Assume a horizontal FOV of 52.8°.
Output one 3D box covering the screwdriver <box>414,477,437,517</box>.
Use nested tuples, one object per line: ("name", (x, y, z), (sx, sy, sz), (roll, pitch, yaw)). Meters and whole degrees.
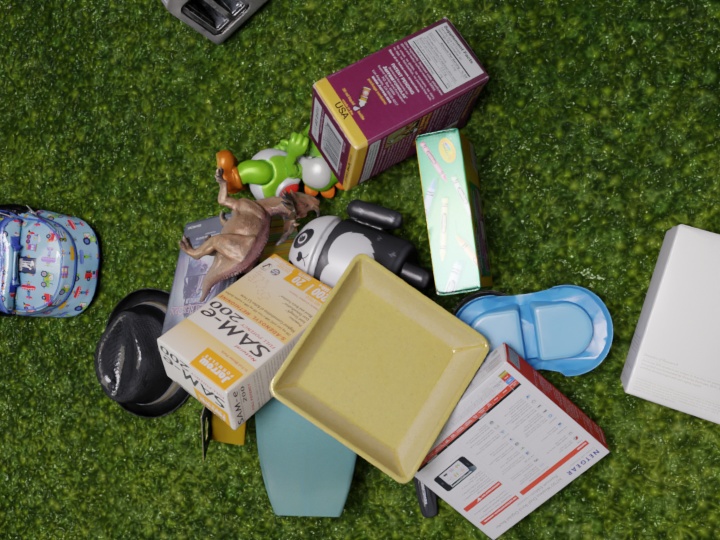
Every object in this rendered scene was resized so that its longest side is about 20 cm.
("screwdriver", (0.081, 0.238, 0.995), (0.029, 0.028, 0.202), (-7, 91, 47))

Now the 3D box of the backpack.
("backpack", (-0.522, -0.010, 1.143), (0.198, 0.134, 0.184), (9, 93, 15))

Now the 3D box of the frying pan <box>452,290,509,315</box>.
("frying pan", (0.199, 0.109, 0.963), (0.190, 0.031, 0.115), (41, 103, 17))

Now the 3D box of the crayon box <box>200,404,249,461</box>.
("crayon box", (-0.165, 0.143, 0.975), (0.051, 0.126, 0.201), (10, 50, -2))

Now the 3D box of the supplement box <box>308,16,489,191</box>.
("supplement box", (0.043, -0.209, 0.920), (0.199, 0.131, 0.104), (-30, 78, -15))

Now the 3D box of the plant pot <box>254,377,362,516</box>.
("plant pot", (-0.068, 0.218, 0.977), (0.140, 0.141, 0.202), (2, 98, 0))

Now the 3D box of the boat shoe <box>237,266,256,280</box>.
("boat shoe", (-0.194, 0.006, 1.078), (0.201, 0.063, 0.073), (-57, 45, 8))

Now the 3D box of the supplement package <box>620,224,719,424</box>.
("supplement package", (0.395, 0.060, 0.848), (0.119, 0.121, 0.201), (17, 95, 17))

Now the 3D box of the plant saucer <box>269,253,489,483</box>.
("plant saucer", (0.023, 0.116, 0.874), (0.199, 0.048, 0.201), (34, 78, -1))

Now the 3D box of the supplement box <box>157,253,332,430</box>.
("supplement box", (-0.128, 0.080, 0.890), (0.126, 0.200, 0.074), (29, 140, 28))

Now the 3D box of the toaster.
("toaster", (-0.198, -0.437, 1.007), (0.180, 0.200, 0.119), (-38, 74, 13))

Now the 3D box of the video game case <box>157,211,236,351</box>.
("video game case", (-0.227, 0.018, 1.045), (0.142, 0.019, 0.202), (-8, 66, 43))

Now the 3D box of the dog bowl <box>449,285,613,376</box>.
("dog bowl", (0.212, 0.079, 0.918), (0.198, 0.050, 0.112), (-9, 92, 9))

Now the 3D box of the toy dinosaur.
("toy dinosaur", (-0.146, -0.044, 0.949), (0.135, 0.086, 0.201), (23, 75, 16))

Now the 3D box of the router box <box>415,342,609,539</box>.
("router box", (0.172, 0.218, 0.908), (0.179, 0.049, 0.200), (41, 111, -11))

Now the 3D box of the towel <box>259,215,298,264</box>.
("towel", (-0.107, 0.004, 1.035), (0.018, 0.086, 0.201), (-23, 82, 42))

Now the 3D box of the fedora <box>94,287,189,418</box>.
("fedora", (-0.340, 0.128, 1.101), (0.199, 0.092, 0.202), (0, 90, 18))

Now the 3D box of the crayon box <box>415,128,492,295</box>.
("crayon box", (0.124, -0.071, 0.939), (0.058, 0.119, 0.202), (-8, 87, 18))

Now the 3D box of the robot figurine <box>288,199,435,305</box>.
("robot figurine", (-0.001, 0.001, 0.974), (0.199, 0.125, 0.151), (21, 56, 17))

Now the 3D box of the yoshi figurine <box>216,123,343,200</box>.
("yoshi figurine", (-0.099, -0.164, 1.016), (0.198, 0.112, 0.113), (-6, 53, -4))
